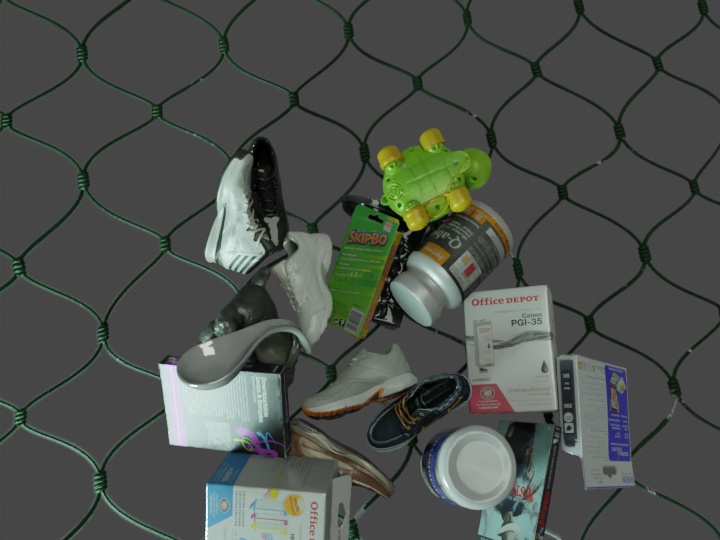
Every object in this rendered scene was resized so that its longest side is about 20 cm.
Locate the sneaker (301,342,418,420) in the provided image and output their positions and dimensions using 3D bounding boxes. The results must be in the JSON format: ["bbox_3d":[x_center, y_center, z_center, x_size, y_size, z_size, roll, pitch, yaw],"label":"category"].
[{"bbox_3d":[-0.009,0.181,1.165,0.197,0.076,0.093,-15,71,-18],"label":"sneaker"}]

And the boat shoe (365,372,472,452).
[{"bbox_3d":[0.081,0.220,1.122,0.199,0.091,0.071,-34,66,10],"label":"boat shoe"}]

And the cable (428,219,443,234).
[{"bbox_3d":[0.129,-0.103,1.252,0.096,0.050,0.203,-14,78,-16],"label":"cable"}]

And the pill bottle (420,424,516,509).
[{"bbox_3d":[0.156,0.300,1.085,0.113,0.200,0.118,2,75,-6],"label":"pill bottle"}]

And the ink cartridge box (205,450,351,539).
[{"bbox_3d":[-0.115,0.356,1.041,0.196,0.125,0.131,3,96,6],"label":"ink cartridge box"}]

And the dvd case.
[{"bbox_3d":[0.249,0.341,1.118,0.022,0.146,0.203,19,76,-21],"label":"dvd case"}]

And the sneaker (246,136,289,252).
[{"bbox_3d":[-0.164,-0.131,1.203,0.075,0.091,0.204,-11,80,-12],"label":"sneaker"}]

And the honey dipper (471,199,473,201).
[{"bbox_3d":[0.131,-0.143,1.228,0.198,0.038,0.038,32,74,-9],"label":"honey dipper"}]

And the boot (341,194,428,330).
[{"bbox_3d":[0.018,-0.015,1.219,0.162,0.066,0.203,16,86,11],"label":"boot"}]

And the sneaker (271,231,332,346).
[{"bbox_3d":[-0.102,0.026,1.163,0.098,0.078,0.203,12,59,-26],"label":"sneaker"}]

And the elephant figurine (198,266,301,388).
[{"bbox_3d":[-0.150,0.133,1.135,0.200,0.142,0.155,43,117,-4],"label":"elephant figurine"}]

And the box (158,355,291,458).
[{"bbox_3d":[-0.205,0.207,1.081,0.196,0.036,0.146,4,110,14],"label":"box"}]

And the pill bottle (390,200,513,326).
[{"bbox_3d":[0.148,-0.011,1.158,0.200,0.116,0.116,-43,85,-17],"label":"pill bottle"}]

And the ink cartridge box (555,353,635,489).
[{"bbox_3d":[0.384,0.249,1.150,0.197,0.043,0.204,18,67,-46],"label":"ink cartridge box"}]

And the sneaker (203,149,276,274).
[{"bbox_3d":[-0.178,-0.088,1.157,0.114,0.076,0.203,22,113,11],"label":"sneaker"}]

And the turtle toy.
[{"bbox_3d":[0.124,-0.146,1.156,0.197,0.101,0.148,-22,76,-3],"label":"turtle toy"}]

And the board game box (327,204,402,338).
[{"bbox_3d":[0.000,0.000,1.168,0.095,0.030,0.203,24,100,34],"label":"board game box"}]

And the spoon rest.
[{"bbox_3d":[-0.169,0.116,1.025,0.197,0.099,0.062,-17,122,-22],"label":"spoon rest"}]

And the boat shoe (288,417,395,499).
[{"bbox_3d":[-0.038,0.313,1.128,0.198,0.076,0.072,30,81,8],"label":"boat shoe"}]

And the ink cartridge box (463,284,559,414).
[{"bbox_3d":[0.249,0.133,1.172,0.144,0.083,0.204,-6,76,19],"label":"ink cartridge box"}]
